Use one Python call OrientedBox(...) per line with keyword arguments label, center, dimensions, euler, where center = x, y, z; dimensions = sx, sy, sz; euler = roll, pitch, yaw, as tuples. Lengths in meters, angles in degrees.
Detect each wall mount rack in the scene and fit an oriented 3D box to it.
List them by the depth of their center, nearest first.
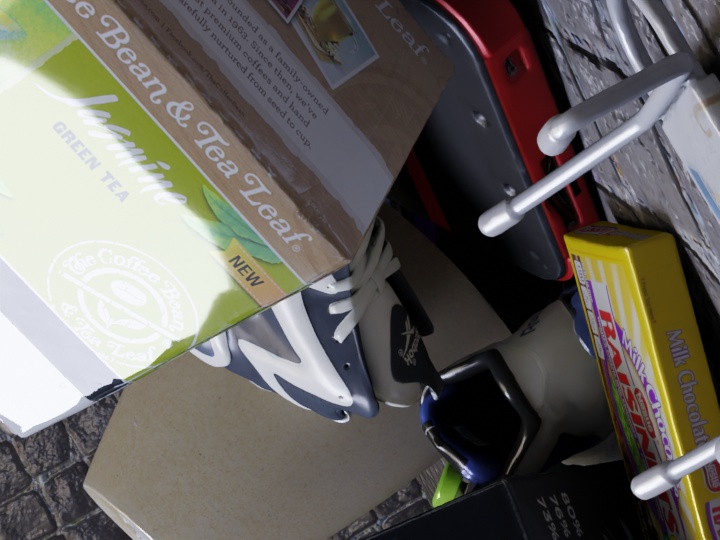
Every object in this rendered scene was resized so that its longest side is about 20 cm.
OrientedBox(label="wall mount rack", center=(0.106, 0.005, 0.753), dimensions=(0.200, 0.074, 0.174), euler=(61, 176, 7))

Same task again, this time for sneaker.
OrientedBox(label="sneaker", center=(0.000, 0.000, 1.016), dimensions=(0.129, 0.199, 0.080), euler=(36, -142, 1))
OrientedBox(label="sneaker", center=(0.085, 0.063, 1.086), dimensions=(0.081, 0.115, 0.199), euler=(60, 175, 18))
OrientedBox(label="sneaker", center=(0.074, 0.011, 1.194), dimensions=(0.100, 0.069, 0.200), euler=(49, 171, 40))

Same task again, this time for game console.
OrientedBox(label="game console", center=(0.023, -0.086, 1.007), dimensions=(0.177, 0.031, 0.200), euler=(30, 158, 39))

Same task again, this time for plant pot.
OrientedBox(label="plant pot", center=(-0.044, 0.071, 1.163), dimensions=(0.187, 0.200, 0.187), euler=(39, 167, 11))

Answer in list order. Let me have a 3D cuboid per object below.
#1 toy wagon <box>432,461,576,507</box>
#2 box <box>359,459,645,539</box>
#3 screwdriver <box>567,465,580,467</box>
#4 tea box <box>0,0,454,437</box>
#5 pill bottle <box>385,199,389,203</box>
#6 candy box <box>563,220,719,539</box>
OrientedBox(label="toy wagon", center=(0.114, 0.145, 1.204), dimensions=(0.155, 0.040, 0.200), euler=(21, -153, 4))
OrientedBox(label="box", center=(0.081, 0.174, 1.001), dimensions=(0.200, 0.104, 0.148), euler=(8, -121, -66))
OrientedBox(label="screwdriver", center=(0.086, 0.073, 1.250), dimensions=(0.200, 0.029, 0.028), euler=(34, 152, 27))
OrientedBox(label="tea box", center=(-0.110, -0.075, 0.831), dimensions=(0.200, 0.197, 0.134), euler=(47, -141, -17))
OrientedBox(label="pill bottle", center=(-0.022, -0.051, 1.551), dimensions=(0.200, 0.119, 0.120), euler=(59, 175, 28))
OrientedBox(label="candy box", center=(0.134, 0.079, 0.944), dimensions=(0.102, 0.026, 0.201), euler=(-166, 60, -78))
